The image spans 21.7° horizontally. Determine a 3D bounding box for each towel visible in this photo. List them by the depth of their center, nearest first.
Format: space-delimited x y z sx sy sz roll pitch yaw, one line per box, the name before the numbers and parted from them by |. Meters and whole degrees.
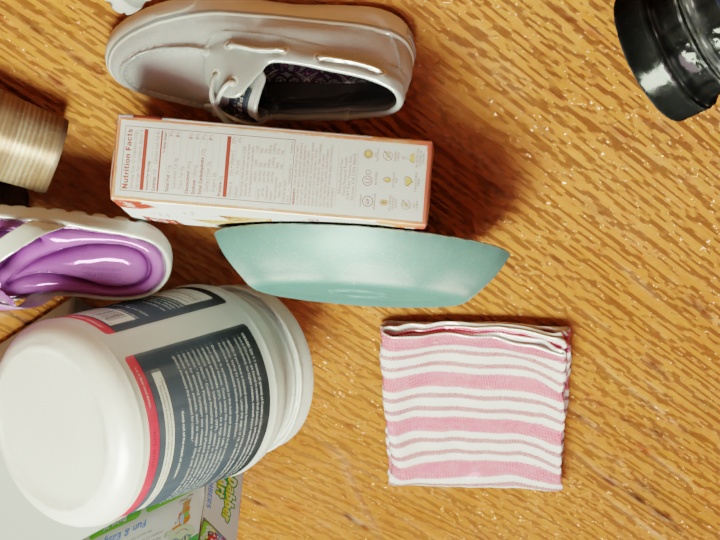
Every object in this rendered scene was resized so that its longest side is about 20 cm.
towel | 0.088 0.111 1.451 0.145 0.030 0.201 2 137 5

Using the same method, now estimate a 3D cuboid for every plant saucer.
plant saucer | 0.000 0.000 1.254 0.198 0.036 0.200 4 174 0

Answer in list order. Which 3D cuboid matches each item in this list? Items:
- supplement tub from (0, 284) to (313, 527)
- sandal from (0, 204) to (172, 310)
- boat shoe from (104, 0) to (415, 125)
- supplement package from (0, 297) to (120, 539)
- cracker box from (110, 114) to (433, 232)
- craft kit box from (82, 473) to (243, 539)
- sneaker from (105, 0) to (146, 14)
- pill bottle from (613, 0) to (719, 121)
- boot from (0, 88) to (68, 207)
supplement tub | -0.141 0.087 1.304 0.199 0.141 0.140 -14 160 -50
sandal | -0.226 -0.002 1.248 0.200 0.050 0.083 -5 126 -3
boat shoe | -0.065 -0.123 1.185 0.198 0.069 0.072 4 138 1
supplement package | -0.249 0.133 1.440 0.199 0.121 0.121 -30 129 32
cracker box | -0.055 -0.056 1.216 0.198 0.058 0.134 6 176 1
craft kit box | -0.174 0.195 1.444 0.199 0.199 0.048 -28 128 32
sneaker | -0.157 -0.242 1.079 0.082 0.075 0.200 -28 136 12
pill bottle | 0.250 -0.166 1.077 0.199 0.113 0.112 -27 129 29
boot | -0.298 -0.057 1.281 0.153 0.074 0.201 18 125 -14
